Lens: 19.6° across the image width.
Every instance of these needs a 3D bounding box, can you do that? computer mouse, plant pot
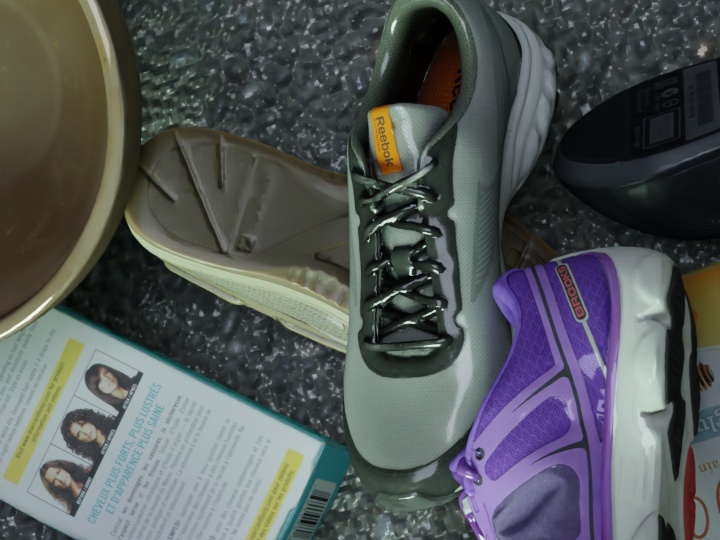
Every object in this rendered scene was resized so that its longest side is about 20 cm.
[{"bbox_3d":[0.172,-0.052,0.786,0.200,0.139,0.053,-16,115,21],"label":"computer mouse"},{"bbox_3d":[-0.174,-0.068,0.833,0.200,0.093,0.201,2,99,13],"label":"plant pot"}]

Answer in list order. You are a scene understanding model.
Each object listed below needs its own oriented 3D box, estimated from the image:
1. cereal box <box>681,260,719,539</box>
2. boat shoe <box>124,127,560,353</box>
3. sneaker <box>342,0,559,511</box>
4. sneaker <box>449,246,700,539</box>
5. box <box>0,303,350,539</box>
[{"bbox_3d":[0.138,0.100,0.754,0.144,0.040,0.200,-22,86,33],"label":"cereal box"},{"bbox_3d":[0.000,0.000,0.840,0.200,0.065,0.072,19,75,-1],"label":"boat shoe"},{"bbox_3d":[0.021,-0.012,0.760,0.074,0.079,0.201,-4,70,30],"label":"sneaker"},{"bbox_3d":[0.068,0.090,0.694,0.083,0.081,0.200,-3,64,20],"label":"sneaker"},{"bbox_3d":[-0.110,0.067,0.864,0.200,0.049,0.082,25,87,18],"label":"box"}]
